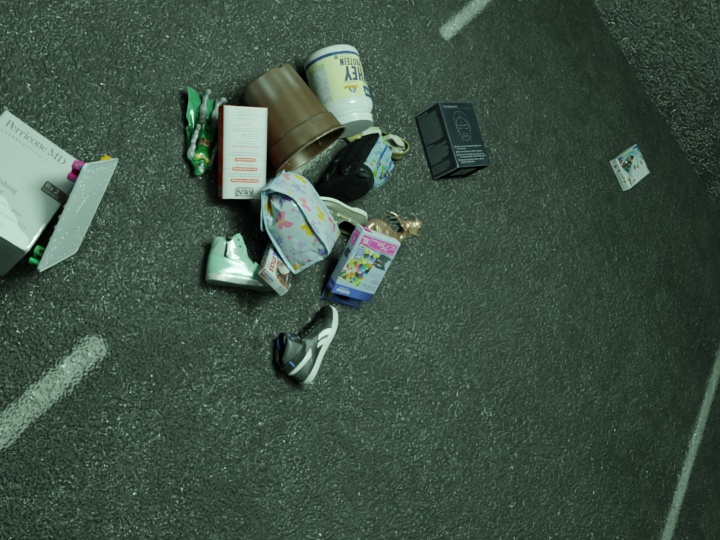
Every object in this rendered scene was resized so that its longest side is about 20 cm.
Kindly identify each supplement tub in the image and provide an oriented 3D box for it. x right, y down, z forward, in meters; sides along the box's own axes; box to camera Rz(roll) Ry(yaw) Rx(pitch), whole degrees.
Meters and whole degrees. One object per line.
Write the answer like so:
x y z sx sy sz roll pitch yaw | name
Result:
-0.052 -0.453 1.866 0.145 0.145 0.201 -10 82 -41 | supplement tub

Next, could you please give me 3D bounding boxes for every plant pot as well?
-0.169 -0.359 1.716 0.200 0.200 0.199 -34 91 -41 | plant pot

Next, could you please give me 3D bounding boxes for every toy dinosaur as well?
0.054 -0.096 1.822 0.200 0.086 0.136 11 101 -49 | toy dinosaur

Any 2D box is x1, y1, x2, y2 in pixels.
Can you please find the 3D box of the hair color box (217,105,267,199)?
-0.261 -0.259 1.618 0.101 0.061 0.201 -1 100 -23 | hair color box

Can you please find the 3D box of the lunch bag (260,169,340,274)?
-0.149 -0.118 1.654 0.201 0.127 0.170 60 16 -15 | lunch bag

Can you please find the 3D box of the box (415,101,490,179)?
0.267 -0.378 2.132 0.148 0.107 0.201 -10 83 -41 | box

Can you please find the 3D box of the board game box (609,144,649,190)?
1.040 -0.399 2.831 0.200 0.035 0.127 -31 97 -42 | board game box

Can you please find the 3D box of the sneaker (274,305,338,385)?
-0.126 0.145 1.650 0.112 0.073 0.201 36 57 -27 | sneaker

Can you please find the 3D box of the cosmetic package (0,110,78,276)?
-0.618 -0.130 1.272 0.165 0.165 0.201 37 55 -24 | cosmetic package

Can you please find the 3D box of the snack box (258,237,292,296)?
-0.182 -0.019 1.625 0.072 0.024 0.200 45 19 -19 | snack box

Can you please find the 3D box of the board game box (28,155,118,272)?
-0.505 -0.108 1.297 0.026 0.200 0.201 27 99 -8 | board game box

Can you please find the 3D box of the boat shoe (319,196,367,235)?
-0.061 -0.129 1.798 0.201 0.072 0.061 14 62 -40 | boat shoe

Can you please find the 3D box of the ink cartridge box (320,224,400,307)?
0.000 0.000 1.745 0.119 0.201 0.042 17 20 -35 | ink cartridge box

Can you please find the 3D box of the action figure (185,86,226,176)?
-0.346 -0.301 1.635 0.118 0.055 0.201 20 68 -37 | action figure

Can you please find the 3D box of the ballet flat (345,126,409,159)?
0.051 -0.352 1.971 0.199 0.071 0.071 15 66 -35 | ballet flat

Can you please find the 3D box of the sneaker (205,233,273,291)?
-0.239 -0.020 1.608 0.200 0.074 0.119 11 75 -34 | sneaker

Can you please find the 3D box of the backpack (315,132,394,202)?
0.002 -0.263 1.853 0.154 0.163 0.201 41 46 -32 | backpack
